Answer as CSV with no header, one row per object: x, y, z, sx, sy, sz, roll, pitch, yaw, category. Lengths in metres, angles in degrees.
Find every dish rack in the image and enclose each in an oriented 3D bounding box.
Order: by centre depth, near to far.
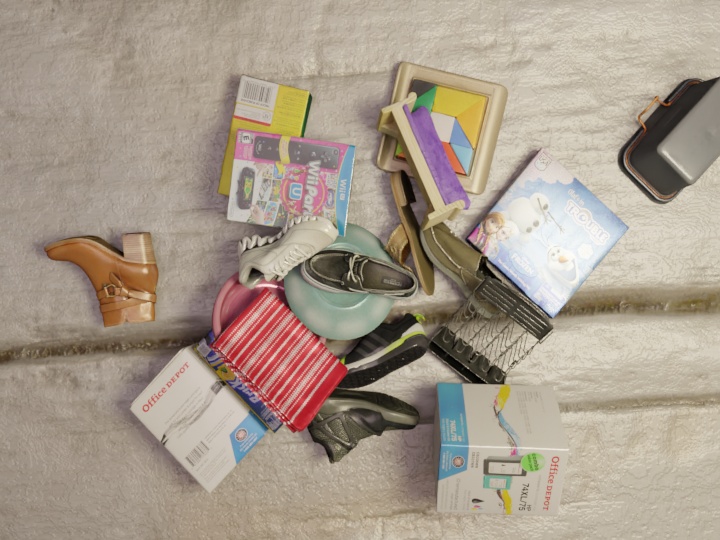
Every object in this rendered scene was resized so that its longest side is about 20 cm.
0.213,0.106,1.210,0.152,0.201,0.055,35,49,3,dish rack

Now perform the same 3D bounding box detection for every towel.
-0.127,0.142,1.197,0.200,0.022,0.145,44,59,-1,towel

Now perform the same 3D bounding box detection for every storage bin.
0.528,-0.224,1.199,0.145,0.134,0.200,43,92,1,storage bin

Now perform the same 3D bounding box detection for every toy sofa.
0.107,-0.178,1.198,0.095,0.083,0.204,-22,82,-7,toy sofa

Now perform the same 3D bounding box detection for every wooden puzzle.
0.139,-0.243,1.267,0.194,0.037,0.190,14,92,2,wooden puzzle

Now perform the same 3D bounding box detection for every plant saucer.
-0.154,0.091,1.248,0.195,0.051,0.206,9,67,-20,plant saucer
-0.031,0.012,1.251,0.195,0.039,0.207,2,77,-7,plant saucer

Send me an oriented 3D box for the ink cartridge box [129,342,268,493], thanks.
-0.270,0.248,1.276,0.145,0.084,0.200,-44,89,3,ink cartridge box

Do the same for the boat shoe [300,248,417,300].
0.000,0.000,1.199,0.194,0.071,0.074,8,76,-1,boat shoe

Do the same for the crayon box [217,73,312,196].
-0.164,-0.217,1.276,0.123,0.051,0.206,14,91,2,crayon box

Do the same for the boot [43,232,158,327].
-0.447,0.018,1.293,0.194,0.077,0.160,-3,95,-4,boot

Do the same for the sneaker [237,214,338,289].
-0.117,-0.026,1.182,0.196,0.075,0.083,-20,46,31,sneaker

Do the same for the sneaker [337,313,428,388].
0.026,0.135,1.279,0.196,0.072,0.084,-23,56,7,sneaker

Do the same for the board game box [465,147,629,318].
0.313,-0.062,1.259,0.199,0.043,0.200,41,92,1,board game box

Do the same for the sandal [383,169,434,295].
0.069,-0.057,1.268,0.068,0.077,0.218,-14,88,24,sandal

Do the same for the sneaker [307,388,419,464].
0.001,0.269,1.270,0.193,0.076,0.118,5,102,-2,sneaker

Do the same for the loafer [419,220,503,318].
0.179,-0.016,1.240,0.200,0.075,0.070,48,130,1,loafer

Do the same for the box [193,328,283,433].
-0.191,0.179,1.277,0.064,0.070,0.200,-43,89,2,box

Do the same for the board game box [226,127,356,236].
-0.111,-0.143,1.220,0.194,0.064,0.152,8,93,-2,board game box

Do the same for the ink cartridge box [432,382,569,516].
0.218,0.285,1.198,0.194,0.147,0.150,1,121,3,ink cartridge box
